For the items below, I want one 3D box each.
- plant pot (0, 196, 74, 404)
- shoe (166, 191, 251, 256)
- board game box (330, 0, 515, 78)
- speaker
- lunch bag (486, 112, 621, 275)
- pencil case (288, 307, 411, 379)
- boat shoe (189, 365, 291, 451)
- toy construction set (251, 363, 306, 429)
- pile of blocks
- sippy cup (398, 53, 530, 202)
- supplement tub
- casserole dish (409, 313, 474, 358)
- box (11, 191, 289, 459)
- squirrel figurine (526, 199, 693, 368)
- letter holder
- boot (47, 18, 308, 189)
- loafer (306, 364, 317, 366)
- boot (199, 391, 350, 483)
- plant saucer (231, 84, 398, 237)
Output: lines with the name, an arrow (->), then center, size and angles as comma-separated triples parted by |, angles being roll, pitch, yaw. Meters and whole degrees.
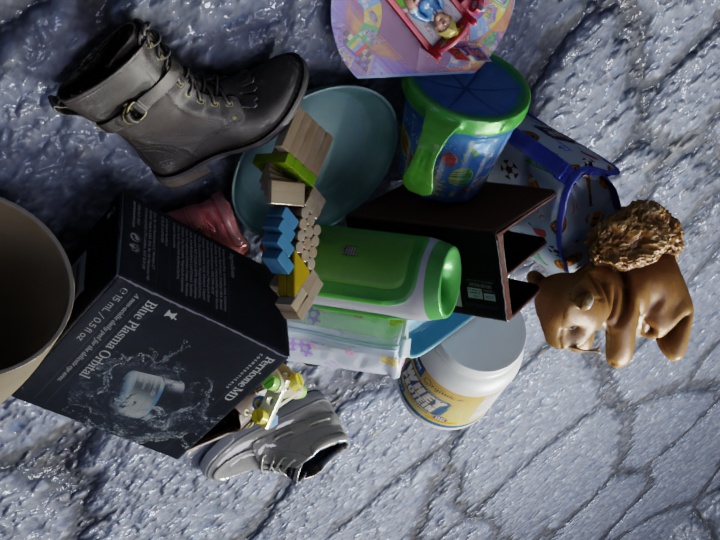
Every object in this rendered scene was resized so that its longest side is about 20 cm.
plant pot -> -0.370, 0.061, 0.969 | 0.186, 0.189, 0.200 | -9, 152, -34
shoe -> -0.155, 0.003, 1.159 | 0.090, 0.072, 0.201 | -25, 140, -7
board game box -> 0.071, -0.255, 1.035 | 0.198, 0.039, 0.160 | -7, 122, -22
speaker -> 0.000, 0.000, 1.121 | 0.088, 0.198, 0.090 | 7, 90, -68
lunch bag -> 0.215, -0.101, 1.273 | 0.124, 0.170, 0.200 | -46, 146, -6
pencil case -> -0.043, 0.065, 1.193 | 0.198, 0.084, 0.091 | 9, 170, 0
boat shoe -> -0.165, 0.177, 1.364 | 0.198, 0.060, 0.072 | -17, 141, -27
toy construction set -> -0.070, 0.081, 1.274 | 0.199, 0.131, 0.092 | -37, 147, 0
pile of blocks -> -0.080, -0.055, 1.049 | 0.082, 0.062, 0.203 | 6, 87, -49
sippy cup -> 0.098, -0.148, 1.147 | 0.176, 0.140, 0.131 | -15, 140, -28
supplement tub -> 0.134, 0.116, 1.447 | 0.143, 0.146, 0.200 | -21, 159, -21
casserole dish -> 0.108, 0.023, 1.313 | 0.199, 0.039, 0.122 | -34, 144, -22
box -> -0.206, 0.061, 1.066 | 0.199, 0.118, 0.197 | 28, 124, -32
squirrel figurine -> 0.276, 0.007, 1.214 | 0.185, 0.141, 0.202 | 1, 112, -36
letter holder -> 0.108, -0.032, 1.198 | 0.142, 0.198, 0.102 | -33, 122, -43
boot -> -0.155, -0.165, 0.967 | 0.199, 0.069, 0.174 | -36, 146, 3
loafer -> 0.007, 0.054, 1.359 | 0.199, 0.073, 0.072 | -28, 146, -14
boot -> -0.113, 0.248, 1.462 | 0.199, 0.096, 0.074 | -30, 145, -10
plant saucer -> -0.052, -0.120, 1.139 | 0.198, 0.036, 0.201 | -23, 143, -18
